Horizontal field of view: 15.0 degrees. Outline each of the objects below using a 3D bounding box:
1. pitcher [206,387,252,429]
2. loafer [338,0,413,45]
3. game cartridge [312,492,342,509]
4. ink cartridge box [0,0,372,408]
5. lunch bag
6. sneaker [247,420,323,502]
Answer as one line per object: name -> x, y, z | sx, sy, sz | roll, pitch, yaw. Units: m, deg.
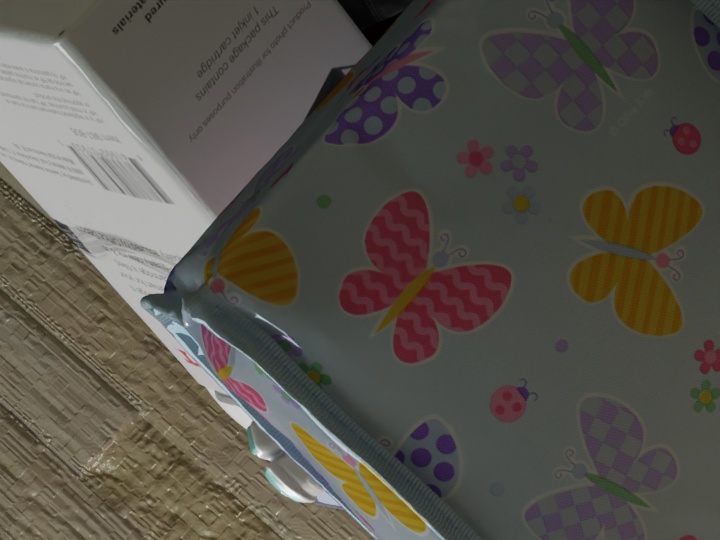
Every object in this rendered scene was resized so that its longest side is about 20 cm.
pitcher -> -0.049, 0.012, 1.661 | 0.171, 0.121, 0.200 | 3, 132, 55
loafer -> -0.013, -0.089, 0.963 | 0.072, 0.073, 0.200 | 38, 173, 6
game cartridge -> 0.045, 0.067, 1.250 | 0.199, 0.038, 0.130 | 7, 117, 40
ink cartridge box -> -0.049, -0.040, 0.903 | 0.144, 0.084, 0.200 | 16, 151, 54
lunch bag -> 0.066, 0.019, 0.766 | 0.200, 0.170, 0.127 | 42, 172, -7
sneaker -> 0.000, 0.000, 1.204 | 0.078, 0.091, 0.201 | 29, -126, -63
